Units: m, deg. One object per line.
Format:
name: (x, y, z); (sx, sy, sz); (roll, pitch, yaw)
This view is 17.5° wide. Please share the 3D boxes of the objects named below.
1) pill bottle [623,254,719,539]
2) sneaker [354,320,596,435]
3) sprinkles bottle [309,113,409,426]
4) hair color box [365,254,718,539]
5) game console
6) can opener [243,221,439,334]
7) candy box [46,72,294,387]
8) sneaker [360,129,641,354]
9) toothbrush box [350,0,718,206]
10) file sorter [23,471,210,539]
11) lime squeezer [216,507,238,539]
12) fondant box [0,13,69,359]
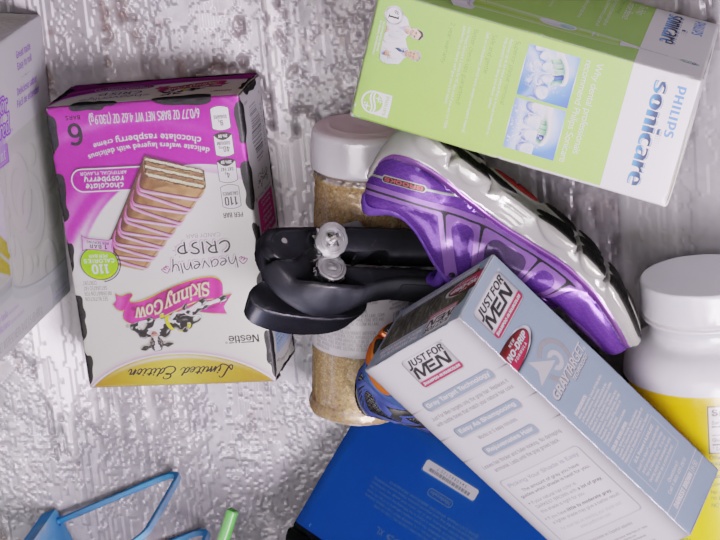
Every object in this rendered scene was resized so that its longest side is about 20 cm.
pill bottle: (0.226, 0.097, 1.501); (0.112, 0.112, 0.201); (-1, 108, 13)
sneaker: (0.084, 0.078, 1.531); (0.199, 0.076, 0.078); (15, 152, -22)
sprinkles bottle: (0.000, 0.000, 1.542); (0.068, 0.068, 0.201); (5, 110, 11)
hair color box: (0.111, 0.092, 1.429); (0.200, 0.061, 0.099); (43, 139, -13)
game console: (0.058, 0.212, 1.578); (0.200, 0.118, 0.171); (29, 87, 39)
can opener: (0.024, -0.002, 1.488); (0.199, 0.079, 0.064); (-4, 72, -21)
candy box: (-0.126, -0.025, 1.567); (0.136, 0.061, 0.201); (-3, 109, 13)
sneaker: (0.087, -0.009, 1.451); (0.200, 0.081, 0.084); (36, 102, -3)
toothbrush box: (0.110, -0.123, 1.433); (0.199, 0.146, 0.086); (15, 111, 7)
file sorter: (-0.147, 0.263, 1.632); (0.122, 0.139, 0.201); (-22, 103, 16)
lime squeezer: (-0.142, 0.237, 1.543); (0.200, 0.038, 0.071); (-35, 68, 15)
fondant box: (-0.250, -0.056, 1.539); (0.058, 0.144, 0.201); (0, 109, 13)
